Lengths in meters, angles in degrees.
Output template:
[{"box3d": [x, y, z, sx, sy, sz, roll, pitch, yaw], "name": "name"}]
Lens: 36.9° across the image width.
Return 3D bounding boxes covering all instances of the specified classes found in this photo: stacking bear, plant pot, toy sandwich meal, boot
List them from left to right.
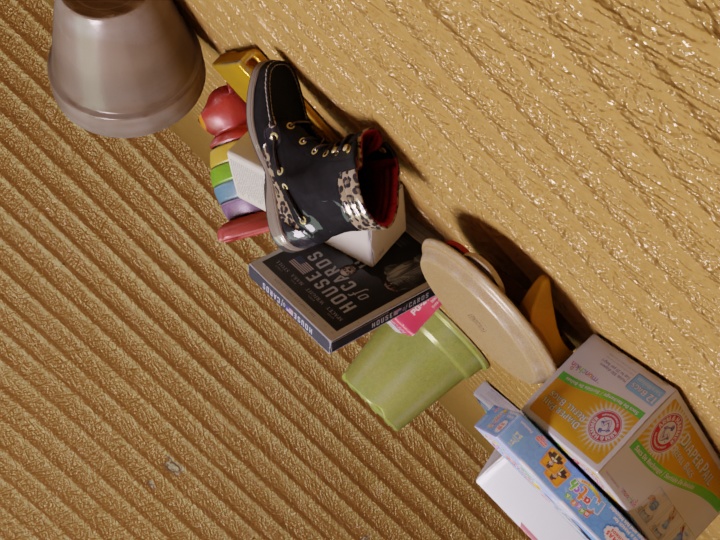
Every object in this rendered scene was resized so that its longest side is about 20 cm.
[{"box3d": [-0.299, -0.294, 1.328, 0.200, 0.200, 0.174, 43, 158, 20], "name": "plant pot"}, {"box3d": [-0.155, -0.148, 1.425, 0.121, 0.114, 0.200, -160, 55, -89], "name": "stacking bear"}, {"box3d": [-0.038, -0.122, 1.077, 0.151, 0.073, 0.200, -5, 92, 47], "name": "boot"}, {"box3d": [0.076, 0.154, 1.769, 0.200, 0.184, 0.200, 45, 175, 5], "name": "plant pot"}, {"box3d": [0.141, 0.032, 1.051, 0.205, 0.070, 0.205, 47, 172, 9], "name": "toy sandwich meal"}]

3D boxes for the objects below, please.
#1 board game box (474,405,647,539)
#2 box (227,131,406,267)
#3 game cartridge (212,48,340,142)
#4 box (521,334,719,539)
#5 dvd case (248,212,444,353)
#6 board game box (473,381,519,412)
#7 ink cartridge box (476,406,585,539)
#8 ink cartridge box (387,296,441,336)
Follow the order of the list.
[{"box3d": [0.199, 0.213, 1.024, 0.200, 0.037, 0.151, 46, 176, 2], "name": "board game box"}, {"box3d": [-0.049, -0.089, 1.202, 0.200, 0.068, 0.082, 28, 150, 23], "name": "box"}, {"box3d": [-0.095, -0.192, 1.292, 0.176, 0.032, 0.200, 46, 176, -19], "name": "game cartridge"}, {"box3d": [0.255, 0.170, 1.013, 0.200, 0.101, 0.112, 49, 173, -39], "name": "box"}, {"box3d": [0.000, 0.000, 1.192, 0.150, 0.200, 0.025, 41, 144, 34], "name": "dvd case"}, {"box3d": [0.286, 0.288, 1.990, 0.126, 0.035, 0.200, 40, 173, 33], "name": "board game box"}, {"box3d": [0.231, 0.223, 1.212, 0.145, 0.083, 0.200, 45, -154, 5], "name": "ink cartridge box"}, {"box3d": [0.018, -0.007, 1.520, 0.200, 0.084, 0.145, 44, 174, -5], "name": "ink cartridge box"}]
